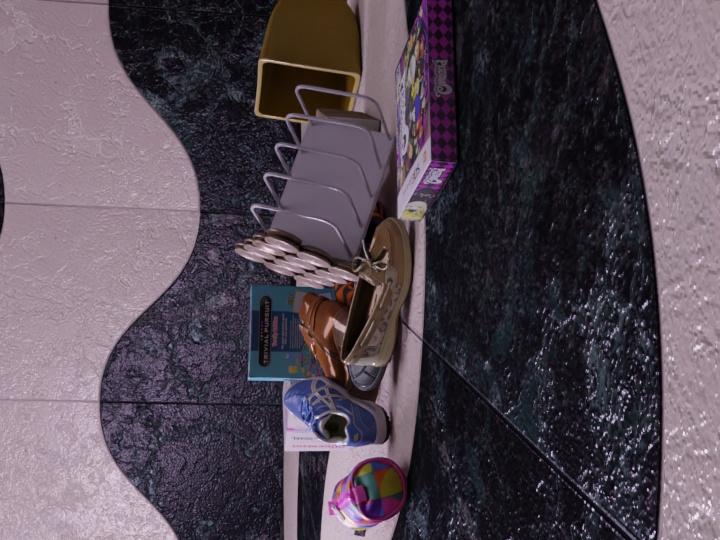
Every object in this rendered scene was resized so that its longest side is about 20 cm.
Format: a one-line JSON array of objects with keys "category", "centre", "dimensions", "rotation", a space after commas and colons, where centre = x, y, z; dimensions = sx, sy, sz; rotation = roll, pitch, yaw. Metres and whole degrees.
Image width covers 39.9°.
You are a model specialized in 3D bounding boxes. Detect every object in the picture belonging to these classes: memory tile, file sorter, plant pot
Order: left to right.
[{"category": "memory tile", "centre": [-0.090, -0.015, 1.395], "dimensions": [0.199, 0.151, 0.017], "rotation": [-10, 57, 67]}, {"category": "plant pot", "centre": [-0.098, -0.425, 1.941], "dimensions": [0.196, 0.190, 0.204], "rotation": [110, 166, -65]}, {"category": "file sorter", "centre": [-0.051, -0.136, 1.368], "dimensions": [0.125, 0.136, 0.203], "rotation": [64, -138, -64]}]

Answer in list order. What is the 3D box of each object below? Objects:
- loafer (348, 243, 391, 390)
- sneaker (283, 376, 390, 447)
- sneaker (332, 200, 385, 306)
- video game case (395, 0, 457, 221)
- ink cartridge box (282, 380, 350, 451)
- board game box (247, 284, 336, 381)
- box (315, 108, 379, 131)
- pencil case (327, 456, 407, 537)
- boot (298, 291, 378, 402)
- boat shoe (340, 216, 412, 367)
[{"category": "loafer", "centre": [0.026, 0.065, 1.393], "dimensions": [0.062, 0.071, 0.205], "rotation": [2, -89, -57]}, {"category": "sneaker", "centre": [-0.049, 0.204, 1.441], "dimensions": [0.198, 0.076, 0.077], "rotation": [11, 103, 44]}, {"category": "sneaker", "centre": [0.000, 0.000, 1.488], "dimensions": [0.113, 0.076, 0.204], "rotation": [-101, 15, -61]}, {"category": "video game case", "centre": [0.073, -0.183, 1.155], "dimensions": [0.182, 0.035, 0.204], "rotation": [120, 151, -71]}, {"category": "ink cartridge box", "centre": [-0.071, 0.228, 1.760], "dimensions": [0.202, 0.126, 0.127], "rotation": [100, 168, -49]}, {"category": "board game box", "centre": [-0.086, 0.105, 1.643], "dimensions": [0.047, 0.195, 0.154], "rotation": [127, 145, -76]}, {"category": "box", "centre": [-0.027, -0.226, 1.684], "dimensions": [0.200, 0.093, 0.080], "rotation": [-124, 38, -74]}, {"category": "pencil case", "centre": [0.008, 0.306, 1.340], "dimensions": [0.200, 0.086, 0.090], "rotation": [115, 156, -68]}, {"category": "boot", "centre": [-0.047, 0.142, 1.541], "dimensions": [0.154, 0.076, 0.204], "rotation": [26, 123, 48]}, {"category": "boat shoe", "centre": [0.019, 0.030, 1.304], "dimensions": [0.073, 0.062, 0.204], "rotation": [25, 110, 58]}]
